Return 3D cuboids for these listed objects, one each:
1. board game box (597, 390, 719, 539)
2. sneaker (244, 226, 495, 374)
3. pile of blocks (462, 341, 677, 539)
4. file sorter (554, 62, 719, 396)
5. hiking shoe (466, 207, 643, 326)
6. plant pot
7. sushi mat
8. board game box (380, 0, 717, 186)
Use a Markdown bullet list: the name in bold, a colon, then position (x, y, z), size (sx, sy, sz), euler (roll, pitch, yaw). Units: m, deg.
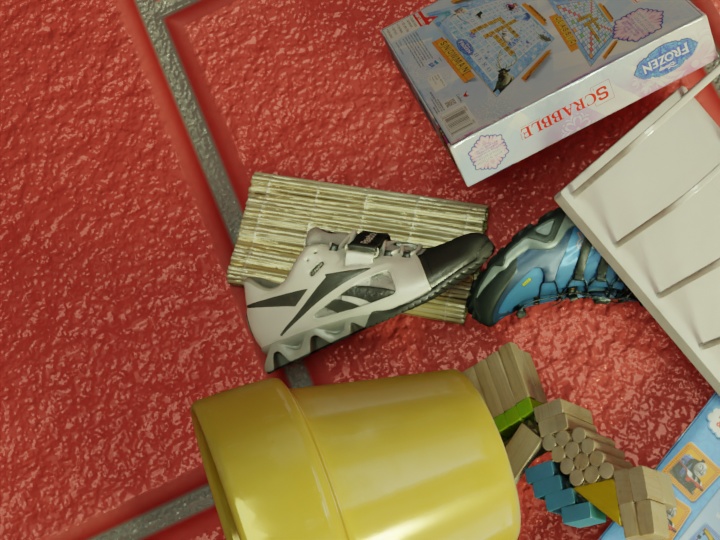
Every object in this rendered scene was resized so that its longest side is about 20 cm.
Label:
- **board game box**: position (0.260, 0.195, 0.948), size (0.151, 0.037, 0.200), euler (39, 86, 17)
- **sneaker**: position (0.000, 0.000, 1.011), size (0.199, 0.074, 0.089), euler (-23, 88, 12)
- **pile of blocks**: position (0.146, 0.135, 0.963), size (0.082, 0.062, 0.200), euler (-54, 49, 10)
- **file sorter**: position (0.263, -0.031, 0.919), size (0.139, 0.125, 0.200), euler (-39, 88, -21)
- **hiking shoe**: position (0.174, -0.006, 0.998), size (0.199, 0.074, 0.087), euler (-31, 71, 1)
- **plant pot**: position (0.000, 0.157, 0.935), size (0.187, 0.201, 0.202), euler (-18, 72, -12)
- **sushi mat**: position (-0.002, -0.020, 1.067), size (0.198, 0.012, 0.097), euler (9, 76, 13)
- **board game box**: position (0.132, -0.170, 1.013), size (0.198, 0.041, 0.201), euler (-27, 37, 3)
